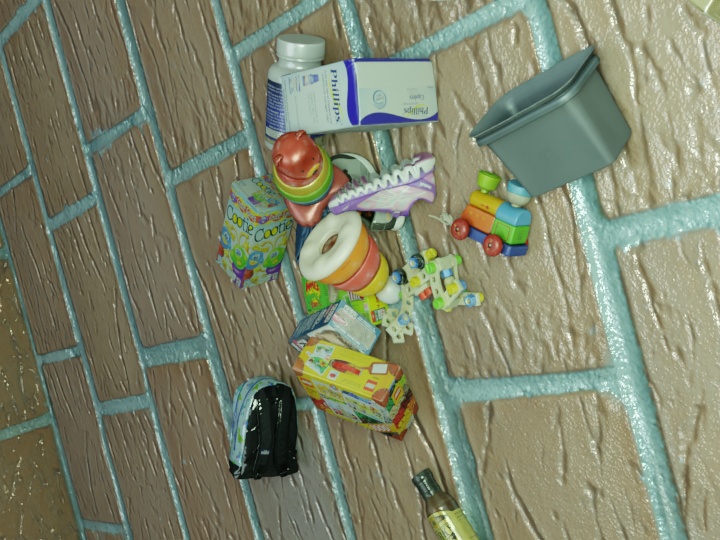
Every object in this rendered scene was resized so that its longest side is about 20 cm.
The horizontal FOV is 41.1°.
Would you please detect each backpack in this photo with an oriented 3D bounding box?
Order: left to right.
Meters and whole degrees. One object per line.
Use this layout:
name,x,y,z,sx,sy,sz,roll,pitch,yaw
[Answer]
backpack,-0.210,0.332,2.084,0.153,0.160,0.204,35,122,56

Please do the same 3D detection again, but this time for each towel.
towel,-0.090,-0.104,1.812,0.201,0.048,0.113,111,159,-58

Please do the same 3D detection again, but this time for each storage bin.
storage bin,0.277,-0.202,1.347,0.135,0.146,0.199,50,143,-14

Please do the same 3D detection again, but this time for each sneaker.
sneaker,-0.002,-0.144,1.730,0.200,0.078,0.075,47,136,31
sneaker,0.044,-0.125,1.625,0.081,0.197,0.090,-94,-16,-70

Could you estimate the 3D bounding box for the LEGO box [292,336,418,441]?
LEGO box,-0.006,0.217,1.768,0.197,0.078,0.150,16,149,31

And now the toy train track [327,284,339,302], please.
toy train track,-0.052,-0.024,1.818,0.116,0.032,0.202,104,163,-46

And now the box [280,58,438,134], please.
box,-0.003,-0.287,1.600,0.198,0.182,0.107,2,100,49

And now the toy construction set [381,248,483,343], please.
toy construction set,0.113,0.039,1.651,0.199,0.091,0.133,-35,75,38

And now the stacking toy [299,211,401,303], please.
stacking toy,0.000,0.000,1.710,0.199,0.148,0.145,40,153,-31

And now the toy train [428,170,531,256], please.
toy train,0.187,-0.106,1.519,0.199,0.084,0.118,30,114,41

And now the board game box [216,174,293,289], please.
board game box,-0.218,-0.080,1.990,0.105,0.102,0.202,43,132,32

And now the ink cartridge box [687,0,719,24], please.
ink cartridge box,0.380,-0.384,0.996,0.201,0.074,0.166,-56,50,26

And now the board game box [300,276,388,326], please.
board game box,-0.031,0.053,1.854,0.198,0.047,0.104,-5,98,50

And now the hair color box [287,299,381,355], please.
hair color box,-0.053,0.127,1.824,0.100,0.061,0.199,38,153,-13

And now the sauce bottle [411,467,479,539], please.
sauce bottle,0.160,0.456,1.744,0.201,0.064,0.065,56,138,22

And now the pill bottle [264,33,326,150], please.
pill bottle,-0.115,-0.326,1.774,0.119,0.118,0.204,29,123,41

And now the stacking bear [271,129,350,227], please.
stacking bear,-0.098,-0.171,1.616,0.114,0.121,0.200,46,175,14
